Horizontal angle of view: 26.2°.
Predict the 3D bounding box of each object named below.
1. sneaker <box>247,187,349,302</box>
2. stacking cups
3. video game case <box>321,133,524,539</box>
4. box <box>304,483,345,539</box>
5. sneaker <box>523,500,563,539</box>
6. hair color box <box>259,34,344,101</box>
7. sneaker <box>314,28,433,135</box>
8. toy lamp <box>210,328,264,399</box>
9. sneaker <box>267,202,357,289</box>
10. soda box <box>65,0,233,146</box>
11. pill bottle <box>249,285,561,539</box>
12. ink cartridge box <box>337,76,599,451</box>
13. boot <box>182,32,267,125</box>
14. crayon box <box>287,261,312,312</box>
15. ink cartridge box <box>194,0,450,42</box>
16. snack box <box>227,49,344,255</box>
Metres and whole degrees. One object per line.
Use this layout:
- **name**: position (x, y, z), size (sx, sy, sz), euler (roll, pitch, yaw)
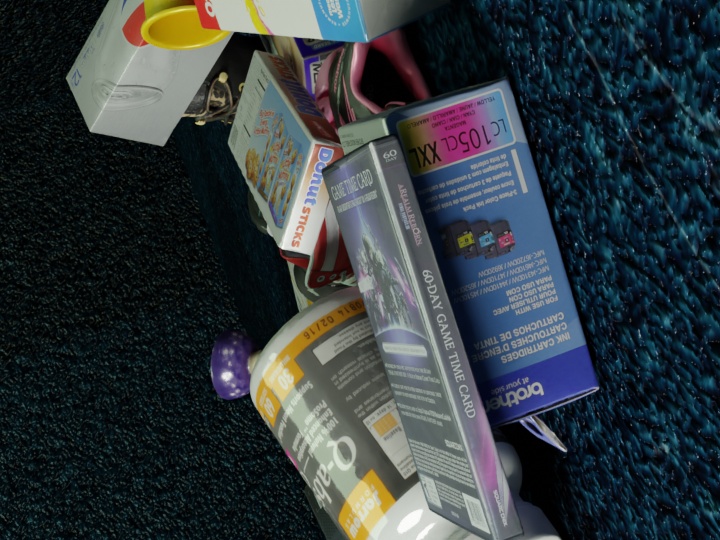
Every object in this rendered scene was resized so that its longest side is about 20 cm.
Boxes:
- **sneaker**: position (-0.039, -0.052, 1.287), size (0.200, 0.075, 0.080), euler (-127, 34, -50)
- **stacking cups**: position (-0.120, -0.246, 1.003), size (0.061, 0.060, 0.202), euler (100, 164, -72)
- **video game case**: position (0.028, 0.035, 0.796), size (0.143, 0.019, 0.202), euler (172, 81, -79)
- **box**: position (0.055, 0.209, 1.080), size (0.157, 0.051, 0.200), euler (28, -169, -23)
- **sneaker**: position (0.076, 0.139, 1.044), size (0.199, 0.104, 0.060), euler (25, 122, 29)
- **hair color box**: position (-0.043, -0.196, 1.128), size (0.110, 0.064, 0.201), euler (86, 162, -56)
- **sneaker**: position (0.028, -0.064, 0.945), size (0.095, 0.078, 0.201), euler (126, 125, -66)
- **toy lamp**: position (-0.009, 0.067, 1.072), size (0.058, 0.198, 0.059), euler (0, -90, -64)
- **sneaker**: position (0.000, 0.000, 1.070), size (0.071, 0.112, 0.201), euler (50, 158, 45)
- **soda box**: position (-0.130, -0.186, 1.090), size (0.200, 0.068, 0.064), euler (-53, 48, 28)
- **pill bottle**: position (0.027, 0.115, 0.944), size (0.200, 0.116, 0.117), euler (52, 163, 28)
- **ink cartridge box**: position (0.059, 0.005, 0.838), size (0.136, 0.076, 0.202), euler (-165, 59, -79)
- **boot**: position (-0.075, -0.119, 1.183), size (0.073, 0.149, 0.201), euler (-53, 42, 38)
- **crayon box**: position (-0.012, 0.054, 1.328), size (0.200, 0.051, 0.127), euler (-118, 14, -57)
- **ink cartridge box**: position (-0.048, -0.198, 0.876), size (0.199, 0.067, 0.117), euler (14, 126, 49)
- **snack box**: position (-0.052, -0.082, 1.004), size (0.200, 0.024, 0.072), euler (-121, 47, -63)
